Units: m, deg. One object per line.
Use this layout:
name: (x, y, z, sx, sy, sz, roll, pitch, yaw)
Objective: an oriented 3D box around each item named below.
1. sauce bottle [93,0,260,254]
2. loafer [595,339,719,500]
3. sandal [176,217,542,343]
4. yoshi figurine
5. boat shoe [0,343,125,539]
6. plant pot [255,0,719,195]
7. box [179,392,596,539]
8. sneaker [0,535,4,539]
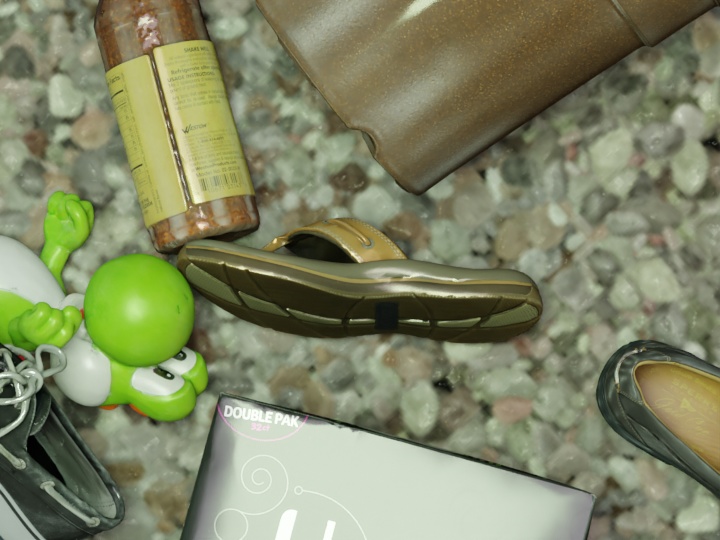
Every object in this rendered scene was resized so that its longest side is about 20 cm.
sauce bottle: (-0.107, -0.111, 1.587, 0.066, 0.066, 0.201, -14, 85, 1)
loafer: (0.218, 0.101, 1.550, 0.199, 0.072, 0.073, 25, 86, 4)
sandal: (0.000, 0.000, 1.570, 0.199, 0.080, 0.054, 4, 66, -3)
yoshi figurine: (-0.168, 0.008, 1.560, 0.199, 0.112, 0.113, 24, 80, 1)
boat shoe: (-0.187, 0.068, 1.496, 0.068, 0.074, 0.200, -15, 121, 25)
plant pot: (0.059, -0.157, 1.527, 0.198, 0.200, 0.201, -38, 85, 6)
box: (0.009, 0.160, 1.501, 0.199, 0.124, 0.149, 14, 86, 5)
sneaker: (-0.211, 0.208, 1.573, 0.082, 0.070, 0.201, 24, 85, -18)
